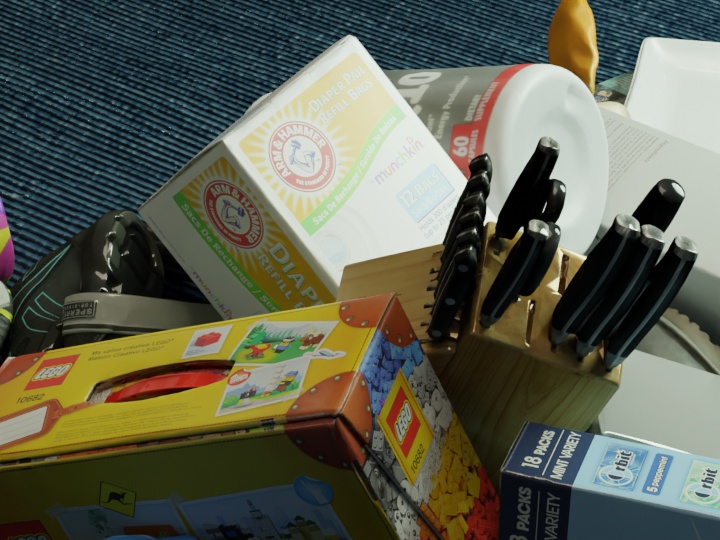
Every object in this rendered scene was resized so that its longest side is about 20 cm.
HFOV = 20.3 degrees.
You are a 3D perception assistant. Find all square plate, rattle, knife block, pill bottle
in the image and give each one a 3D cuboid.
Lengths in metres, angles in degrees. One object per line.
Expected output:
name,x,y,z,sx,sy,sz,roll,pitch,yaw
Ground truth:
square plate,0.283,-0.106,1.393,0.199,0.029,0.198,8,29,11
rattle,0.066,-0.096,1.285,0.199,0.143,0.130,-14,-4,1
knife block,0.082,0.035,0.860,0.175,0.200,0.064,-10,45,27
pill bottle,0.029,-0.057,1.140,0.199,0.114,0.114,1,24,38

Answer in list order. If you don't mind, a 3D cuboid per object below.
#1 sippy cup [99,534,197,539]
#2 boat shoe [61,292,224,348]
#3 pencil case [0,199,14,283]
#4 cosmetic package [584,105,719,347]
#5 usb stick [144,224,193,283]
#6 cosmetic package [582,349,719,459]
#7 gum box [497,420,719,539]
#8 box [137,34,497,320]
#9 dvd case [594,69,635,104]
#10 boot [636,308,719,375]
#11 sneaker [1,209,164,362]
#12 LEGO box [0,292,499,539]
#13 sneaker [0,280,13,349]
sippy cup,-0.089,0.182,0.806,0.178,0.131,0.139,-24,38,-38
boat shoe,-0.074,0.053,1.102,0.199,0.064,0.071,6,-10,-32
pencil case,-0.302,-0.005,1.185,0.200,0.089,0.088,-23,37,-35
cosmetic package,0.189,-0.011,1.163,0.200,0.108,0.085,27,62,40
usb stick,-0.068,-0.002,1.175,0.055,0.033,0.200,15,-3,-37
cosmetic package,0.176,0.116,0.906,0.199,0.107,0.090,14,29,-9
gum box,0.153,0.160,0.811,0.199,0.170,0.045,10,30,16
box,0.000,0.000,1.035,0.112,0.200,0.101,-41,5,-36
dvd case,0.213,-0.099,1.429,0.200,0.022,0.146,-25,38,-36
boot,0.113,0.095,1.041,0.200,0.073,0.182,-24,37,-26
sneaker,-0.168,0.045,1.132,0.079,0.076,0.200,-18,28,21
LEGO box,-0.054,0.102,0.858,0.199,0.149,0.077,-9,34,28
sneaker,-0.241,0.044,1.081,0.076,0.075,0.200,35,22,-18
